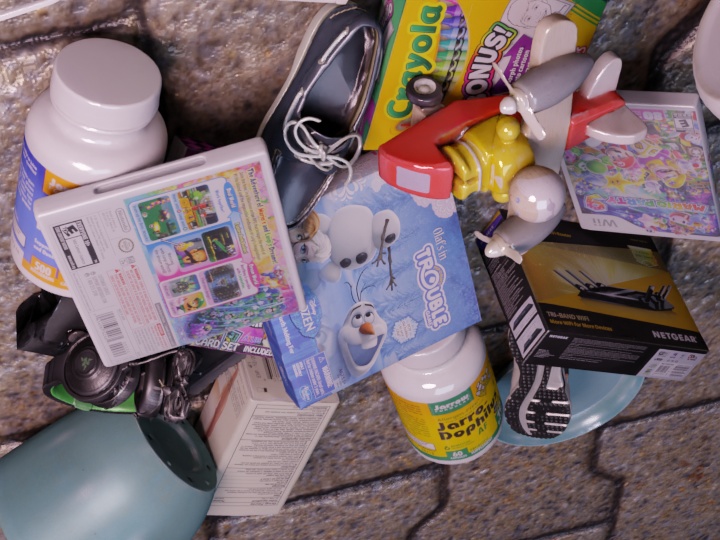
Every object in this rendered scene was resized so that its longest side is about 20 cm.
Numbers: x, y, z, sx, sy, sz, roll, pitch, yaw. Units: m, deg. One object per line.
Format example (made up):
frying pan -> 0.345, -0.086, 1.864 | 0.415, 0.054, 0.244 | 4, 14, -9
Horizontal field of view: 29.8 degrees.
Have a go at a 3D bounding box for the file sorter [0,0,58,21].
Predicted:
file sorter -> -0.275, -0.260, 0.850 | 0.138, 0.125, 0.200 | -17, 141, 0

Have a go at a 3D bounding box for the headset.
headset -> -0.208, 0.110, 1.223 | 0.123, 0.094, 0.200 | 19, 153, -35

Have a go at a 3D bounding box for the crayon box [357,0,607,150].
crayon box -> 0.098, -0.188, 1.123 | 0.172, 0.058, 0.200 | -2, 138, -18

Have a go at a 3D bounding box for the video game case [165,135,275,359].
video game case -> -0.103, -0.013, 1.219 | 0.199, 0.036, 0.182 | 13, 108, -31

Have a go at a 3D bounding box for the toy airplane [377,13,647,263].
toy airplane -> 0.139, -0.096, 1.088 | 0.199, 0.142, 0.200 | -39, 136, 25

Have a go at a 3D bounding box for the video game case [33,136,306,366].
video game case -> -0.146, -0.010, 1.093 | 0.181, 0.024, 0.200 | -16, 140, -4

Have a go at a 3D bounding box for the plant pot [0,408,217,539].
plant pot -> -0.243, 0.218, 1.367 | 0.161, 0.201, 0.200 | -39, 137, 10

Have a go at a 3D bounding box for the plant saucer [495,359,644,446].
plant saucer -> 0.232, 0.135, 1.571 | 0.199, 0.027, 0.201 | -10, 139, -9

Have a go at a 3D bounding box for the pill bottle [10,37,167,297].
pill bottle -> -0.216, -0.082, 1.086 | 0.112, 0.112, 0.200 | 0, 138, -21

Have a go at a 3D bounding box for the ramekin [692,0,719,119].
ramekin -> 0.364, -0.191, 1.123 | 0.094, 0.203, 0.202 | 23, 127, -25

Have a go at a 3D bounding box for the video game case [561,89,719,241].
video game case -> 0.256, -0.097, 1.261 | 0.143, 0.018, 0.200 | 6, 149, 26

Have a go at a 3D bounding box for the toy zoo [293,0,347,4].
toy zoo -> -0.061, -0.260, 1.010 | 0.199, 0.021, 0.132 | -1, 138, -20

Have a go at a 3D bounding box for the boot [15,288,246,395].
boot -> -0.202, 0.040, 1.276 | 0.199, 0.066, 0.165 | 23, 124, -33

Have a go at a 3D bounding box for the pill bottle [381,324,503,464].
pill bottle -> 0.082, 0.109, 1.417 | 0.112, 0.113, 0.200 | -19, 140, 1

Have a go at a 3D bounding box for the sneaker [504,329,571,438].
sneaker -> 0.196, 0.100, 1.455 | 0.073, 0.080, 0.201 | 7, 131, 11

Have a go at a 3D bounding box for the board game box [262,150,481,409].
board game box -> 0.000, 0.000, 1.229 | 0.198, 0.043, 0.201 | -26, 124, -14

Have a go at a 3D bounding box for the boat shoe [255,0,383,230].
boat shoe -> -0.032, -0.118, 1.101 | 0.075, 0.062, 0.201 | 18, 106, -29

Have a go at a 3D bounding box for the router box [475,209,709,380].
router box -> 0.228, 0.026, 1.342 | 0.199, 0.158, 0.052 | 8, 134, -29

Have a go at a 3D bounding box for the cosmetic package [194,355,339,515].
cosmetic package -> -0.109, 0.167, 1.431 | 0.103, 0.087, 0.200 | 4, 134, -27
